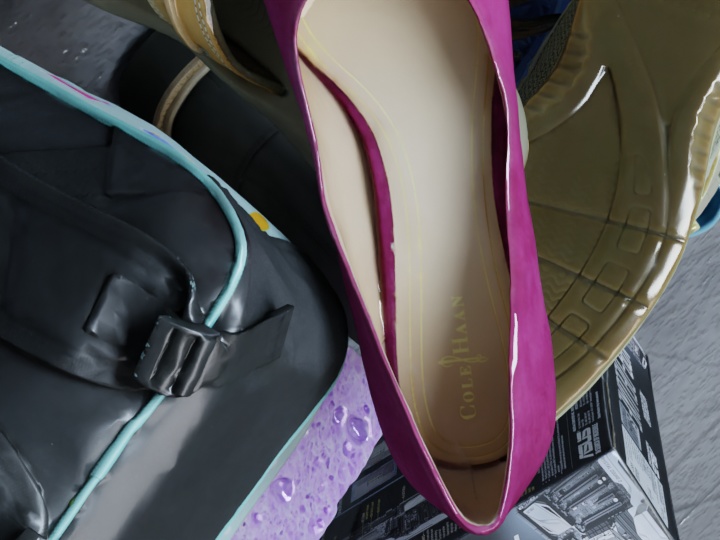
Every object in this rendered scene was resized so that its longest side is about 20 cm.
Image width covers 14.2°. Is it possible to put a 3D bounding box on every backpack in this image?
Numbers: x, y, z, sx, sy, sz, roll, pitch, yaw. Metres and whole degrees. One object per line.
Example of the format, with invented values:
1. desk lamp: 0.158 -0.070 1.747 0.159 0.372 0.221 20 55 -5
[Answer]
1. backpack: -0.120 0.024 0.813 0.176 0.200 0.153 -56 157 -3

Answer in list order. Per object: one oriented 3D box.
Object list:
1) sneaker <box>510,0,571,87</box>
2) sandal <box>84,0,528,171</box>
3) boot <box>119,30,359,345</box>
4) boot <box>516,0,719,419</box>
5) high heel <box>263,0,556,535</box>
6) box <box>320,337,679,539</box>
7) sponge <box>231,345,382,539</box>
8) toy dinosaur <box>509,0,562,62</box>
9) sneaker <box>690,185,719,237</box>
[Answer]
1. sneaker: 0.084 -0.144 1.002 0.078 0.070 0.201 -16 142 -35
2. sandal: -0.030 -0.083 0.816 0.080 0.200 0.054 -49 -170 2
3. boot: 0.000 0.000 1.012 0.077 0.138 0.200 -46 154 4
4. boot: 0.077 -0.025 0.929 0.201 0.072 0.155 -64 172 -9
5. high heel: 0.017 -0.032 0.767 0.067 0.096 0.201 -16 115 4
6. box: 0.039 0.088 1.124 0.157 0.050 0.200 -31 -165 11
7. sponge: -0.069 0.097 0.916 0.201 0.030 0.112 -61 140 -14
8. toy dinosaur: 0.028 -0.113 0.884 0.085 0.200 0.136 -11 104 -10
9. sneaker: 0.114 -0.039 1.089 0.200 0.082 0.074 -28 137 -42
